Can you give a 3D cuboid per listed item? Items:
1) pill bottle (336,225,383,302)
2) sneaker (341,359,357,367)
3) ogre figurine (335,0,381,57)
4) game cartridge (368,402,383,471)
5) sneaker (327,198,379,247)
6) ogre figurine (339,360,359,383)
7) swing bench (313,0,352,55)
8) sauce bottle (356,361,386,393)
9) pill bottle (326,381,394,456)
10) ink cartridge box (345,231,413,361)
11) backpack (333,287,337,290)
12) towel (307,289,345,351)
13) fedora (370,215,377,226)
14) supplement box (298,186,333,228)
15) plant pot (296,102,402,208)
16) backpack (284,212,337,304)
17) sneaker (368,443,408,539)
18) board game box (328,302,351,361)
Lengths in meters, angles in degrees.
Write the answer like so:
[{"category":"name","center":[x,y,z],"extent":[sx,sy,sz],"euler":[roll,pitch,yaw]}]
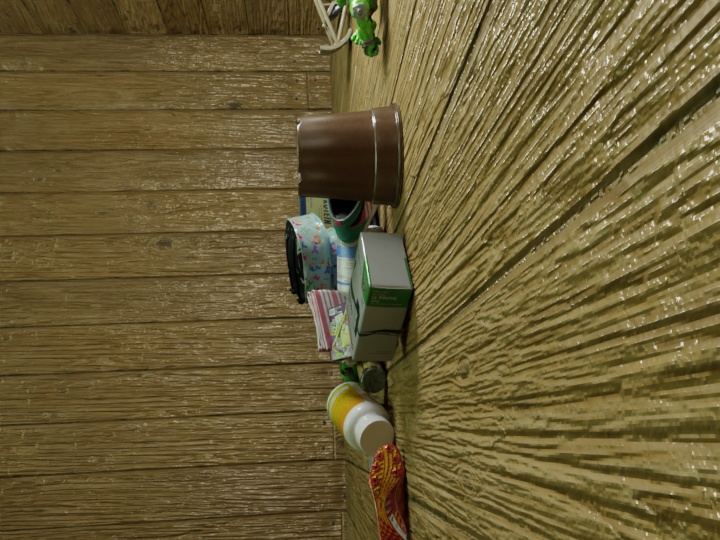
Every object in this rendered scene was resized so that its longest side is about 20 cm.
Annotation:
[{"category":"pill bottle","center":[0.000,0.000,1.479],"extent":[0.112,0.110,0.204],"euler":[-123,31,-80]},{"category":"sneaker","center":[-0.008,0.163,1.589],"extent":[0.099,0.075,0.201],"euler":[-40,11,24]},{"category":"ogre figurine","center":[0.002,-0.575,1.355],"extent":[0.120,0.096,0.204],"euler":[50,-130,-69]},{"category":"game cartridge","center":[0.041,0.435,1.566],"extent":[0.133,0.041,0.204],"euler":[116,152,-71]},{"category":"sneaker","center":[-0.013,-0.166,1.380],"extent":[0.121,0.082,0.203],"euler":[57,-132,-60]},{"category":"ogre figurine","center":[-0.010,0.254,1.726],"extent":[0.200,0.096,0.122],"euler":[-98,6,-72]},{"category":"swing bench","center":[-0.095,-0.882,2.269],"extent":[0.199,0.127,0.204],"euler":[-112,16,-74]},{"category":"sauce bottle","center":[0.023,0.238,1.559],"extent":[0.200,0.063,0.066],"euler":[-111,20,-79]},{"category":"pill bottle","center":[0.002,0.338,1.439],"extent":[0.200,0.109,0.113],"euler":[-152,59,-67]},{"category":"ink cartridge box","center":[0.030,0.052,1.183],"extent":[0.148,0.081,0.202],"euler":[-100,16,-46]},{"category":"backpack","center":[-0.027,0.043,1.732],"extent":[0.200,0.151,0.166],"euler":[-138,39,-65]},{"category":"towel","center":[-0.037,0.120,1.517],"extent":[0.030,0.198,0.149],"euler":[-28,68,39]},{"category":"fedora","center":[-0.004,-0.064,1.613],"extent":[0.178,0.089,0.203],"euler":[95,172,-55]},{"category":"supplement box","center":[-0.089,-0.206,1.939],"extent":[0.200,0.196,0.137],"euler":[-124,32,-79]},{"category":"plant pot","center":[-0.027,-0.223,1.241],"extent":[0.200,0.194,0.204],"euler":[179,90,-85]},{"category":"backpack","center":[-0.118,-0.039,1.584],"extent":[0.178,0.148,0.203],"euler":[-135,30,-64]},{"category":"sneaker","center":[0.054,0.440,1.226],"extent":[0.077,0.072,0.203],"euler":[75,-167,-67]},{"category":"board game box","center":[0.001,0.121,1.371],"extent":[0.199,0.032,0.122],"euler":[-22,64,49]}]
